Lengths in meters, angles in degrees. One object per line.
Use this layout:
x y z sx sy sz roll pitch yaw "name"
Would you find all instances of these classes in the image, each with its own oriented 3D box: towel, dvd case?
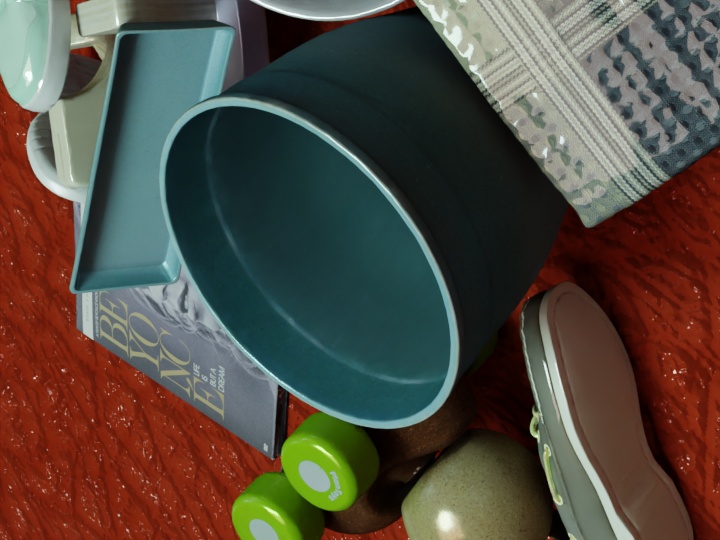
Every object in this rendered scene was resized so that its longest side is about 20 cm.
0.129 -0.150 1.085 0.192 0.035 0.201 -35 94 24 "towel"
-0.128 0.029 1.561 0.199 0.016 0.150 31 137 28 "dvd case"

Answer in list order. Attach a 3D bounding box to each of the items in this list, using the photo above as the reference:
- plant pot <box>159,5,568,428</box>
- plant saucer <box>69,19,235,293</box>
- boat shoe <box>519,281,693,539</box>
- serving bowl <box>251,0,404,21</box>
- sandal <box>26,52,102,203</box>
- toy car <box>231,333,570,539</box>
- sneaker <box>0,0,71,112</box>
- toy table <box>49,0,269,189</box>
0.028 -0.051 1.192 0.199 0.188 0.201 29 140 27 "plant pot"
-0.124 -0.065 1.277 0.201 0.069 0.019 108 147 -43 "plant saucer"
0.132 0.100 1.293 0.060 0.072 0.203 -5 117 43 "boat shoe"
-0.014 -0.238 1.181 0.198 0.066 0.202 7 110 21 "serving bowl"
-0.172 -0.079 1.411 0.082 0.203 0.050 15 115 -10 "sandal"
0.056 0.143 1.340 0.200 0.164 0.158 43 141 4 "toy car"
-0.238 -0.179 1.249 0.074 0.117 0.202 -29 75 54 "sneaker"
-0.136 -0.145 1.317 0.183 0.116 0.202 -23 80 57 "toy table"
